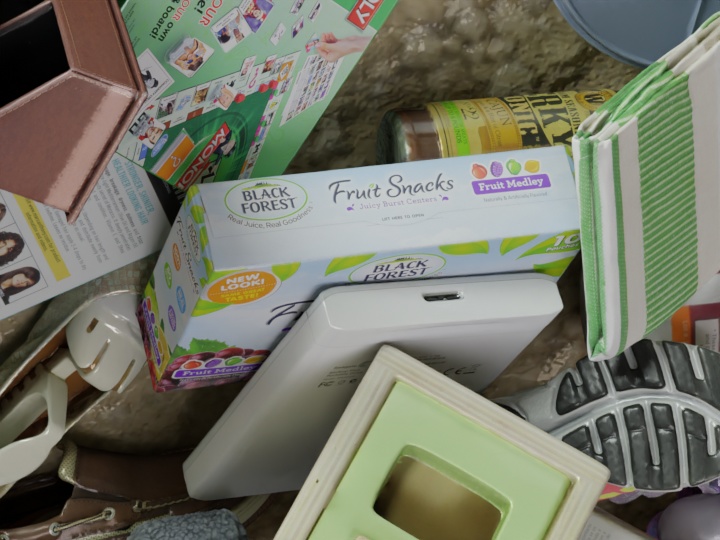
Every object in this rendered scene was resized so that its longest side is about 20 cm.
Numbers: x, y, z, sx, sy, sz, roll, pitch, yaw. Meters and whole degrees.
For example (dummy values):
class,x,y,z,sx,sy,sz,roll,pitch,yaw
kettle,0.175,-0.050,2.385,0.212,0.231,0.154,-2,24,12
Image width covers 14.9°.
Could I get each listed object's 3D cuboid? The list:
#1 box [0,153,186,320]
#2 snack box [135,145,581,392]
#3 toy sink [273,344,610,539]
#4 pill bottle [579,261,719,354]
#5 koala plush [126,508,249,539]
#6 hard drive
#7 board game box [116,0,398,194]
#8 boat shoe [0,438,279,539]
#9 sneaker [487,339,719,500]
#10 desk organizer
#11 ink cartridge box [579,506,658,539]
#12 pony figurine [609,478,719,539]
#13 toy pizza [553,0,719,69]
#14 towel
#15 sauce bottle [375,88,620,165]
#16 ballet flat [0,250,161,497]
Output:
class,x,y,z,sx,sy,sz,roll,pitch,yaw
box,-0.178,-0.026,1.378,0.200,0.049,0.082,-24,127,-1
snack box,0.000,0.000,1.375,0.199,0.053,0.142,-7,154,-20
toy sink,0.014,0.160,1.312,0.130,0.200,0.112,30,150,3
pill bottle,0.230,0.016,1.503,0.199,0.114,0.114,-5,125,-14
koala plush,-0.002,0.215,1.429,0.199,0.178,0.184,-19,134,6
hard drive,0.003,0.061,1.412,0.132,0.027,0.200,-4,153,-28
board game box,-0.051,-0.133,1.319,0.134,0.029,0.200,31,95,-40
boat shoe,-0.143,0.126,1.486,0.202,0.075,0.075,-22,115,-7
sneaker,0.127,0.084,1.433,0.199,0.078,0.090,-11,170,22
desk organizer,-0.160,-0.113,1.229,0.077,0.200,0.072,20,116,-27
ink cartridge box,0.061,0.185,1.511,0.163,0.200,0.050,-63,149,1
pony figurine,0.195,0.145,1.558,0.193,0.200,0.167,-22,137,17
toy pizza,0.182,-0.191,1.393,0.200,0.032,0.201,-8,125,-12
towel,0.172,-0.060,1.379,0.200,0.023,0.153,-42,139,-35
sauce bottle,0.109,-0.063,1.441,0.199,0.065,0.065,-7,126,-16
ballet flat,-0.151,0.057,1.439,0.200,0.062,0.067,-45,126,14
